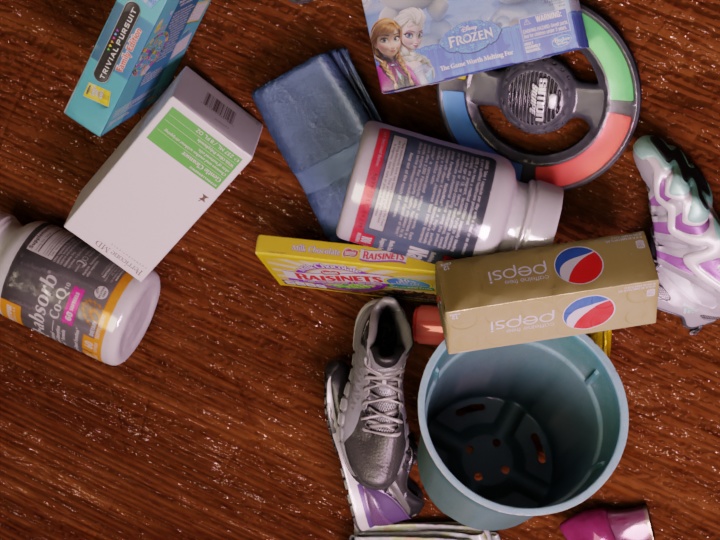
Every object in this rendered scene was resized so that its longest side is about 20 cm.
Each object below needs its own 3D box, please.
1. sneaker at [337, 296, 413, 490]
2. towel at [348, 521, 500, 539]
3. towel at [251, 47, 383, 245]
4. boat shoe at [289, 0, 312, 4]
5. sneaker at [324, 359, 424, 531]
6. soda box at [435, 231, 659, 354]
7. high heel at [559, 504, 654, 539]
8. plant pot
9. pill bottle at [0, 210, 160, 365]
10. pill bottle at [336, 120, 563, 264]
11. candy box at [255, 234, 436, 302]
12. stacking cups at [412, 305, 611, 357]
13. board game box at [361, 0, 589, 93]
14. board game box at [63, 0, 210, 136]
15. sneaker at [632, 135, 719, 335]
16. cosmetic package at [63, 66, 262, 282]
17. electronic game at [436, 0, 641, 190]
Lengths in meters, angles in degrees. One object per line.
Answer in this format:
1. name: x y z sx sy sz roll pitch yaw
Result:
1. sneaker: 0.017 0.120 1.647 0.075 0.115 0.200 2 79 -4
2. towel: 0.082 0.371 1.814 0.171 0.048 0.200 -2 111 22
3. towel: -0.021 -0.120 1.645 0.112 0.049 0.200 -23 103 25
4. boat shoe: -0.096 -0.346 1.567 0.073 0.065 0.200 -36 96 28
5. sneaker: 0.018 0.181 1.754 0.088 0.076 0.200 -12 111 7
6. soda box: 0.172 0.021 1.510 0.200 0.064 0.068 -9 140 -1
7. high heel: 0.277 0.347 1.726 0.096 0.067 0.200 -11 93 12
8. plant pot: 0.141 0.165 1.603 0.200 0.200 0.196 30 159 5
9. pill bottle: -0.328 0.015 1.762 0.200 0.116 0.116 23 117 8
10. pill bottle: 0.086 -0.063 1.556 0.200 0.120 0.120 15 116 -1
11. candy box: 0.000 0.000 1.664 0.200 0.102 0.026 6 70 16
12. stacking cups: 0.153 0.057 1.644 0.200 0.061 0.061 4 112 12
13. board game box: 0.095 -0.284 1.521 0.200 0.043 0.199 -11 94 22
14. board game box: -0.203 -0.243 1.597 0.047 0.151 0.200 33 117 4
15. sneaker: 0.288 -0.022 1.567 0.140 0.078 0.200 -34 97 26
16. cosmetic package: -0.204 -0.099 1.684 0.108 0.085 0.200 36 117 -14
17. electronic game: 0.171 -0.170 1.565 0.200 0.042 0.200 6 113 16
